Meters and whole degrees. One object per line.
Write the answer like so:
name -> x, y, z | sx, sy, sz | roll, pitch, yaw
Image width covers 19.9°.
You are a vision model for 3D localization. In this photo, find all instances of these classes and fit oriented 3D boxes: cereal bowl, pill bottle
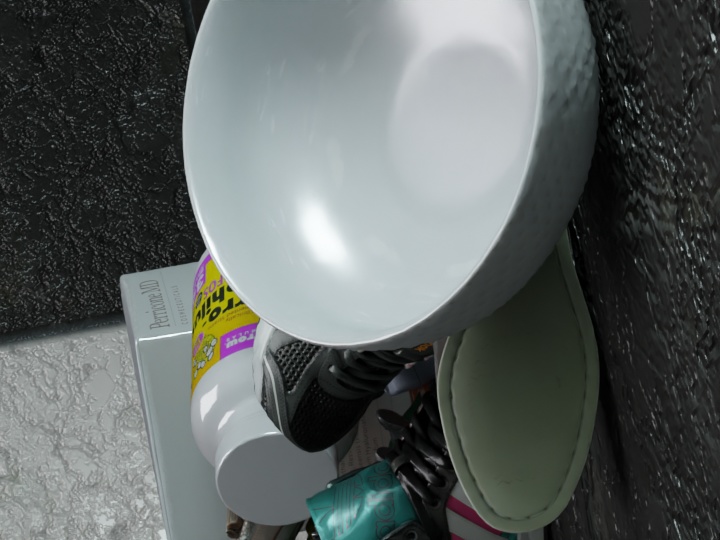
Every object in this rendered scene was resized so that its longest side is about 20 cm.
cereal bowl -> 0.021, -0.065, 0.853 | 0.200, 0.083, 0.201 | -5, 82, 42
pill bottle -> -0.054, 0.063, 1.277 | 0.200, 0.104, 0.105 | -96, 1, -54

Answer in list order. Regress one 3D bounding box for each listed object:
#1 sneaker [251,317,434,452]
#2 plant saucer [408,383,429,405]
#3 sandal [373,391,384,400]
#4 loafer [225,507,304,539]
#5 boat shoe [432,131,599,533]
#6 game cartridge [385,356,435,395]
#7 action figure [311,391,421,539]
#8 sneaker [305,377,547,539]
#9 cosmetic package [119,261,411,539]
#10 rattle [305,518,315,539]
sneaker -> 0.015, 0.016, 1.020 | 0.200, 0.080, 0.086 | -61, 36, 24
plant saucer -> 0.053, 0.053, 1.216 | 0.200, 0.032, 0.201 | 169, 90, -84
sandal -> -0.046, -0.013, 1.145 | 0.076, 0.043, 0.201 | 75, 170, -69
loafer -> -0.055, 0.131, 1.328 | 0.200, 0.063, 0.072 | -59, -3, -47
boat shoe -> 0.064, 0.016, 0.920 | 0.061, 0.071, 0.202 | 123, 144, -80
game cartridge -> 0.000, 0.000, 1.183 | 0.134, 0.040, 0.200 | 63, 178, -13
action figure -> -0.007, 0.181, 1.236 | 0.118, 0.054, 0.201 | -85, 15, -64
sneaker -> 0.030, 0.105, 1.083 | 0.084, 0.120, 0.201 | -119, 20, -59
cosmetic package -> -0.059, 0.085, 1.487 | 0.167, 0.199, 0.167 | -122, 23, -71
rattle -> 0.065, 0.213, 1.312 | 0.200, 0.143, 0.131 | 26, 93, 35
